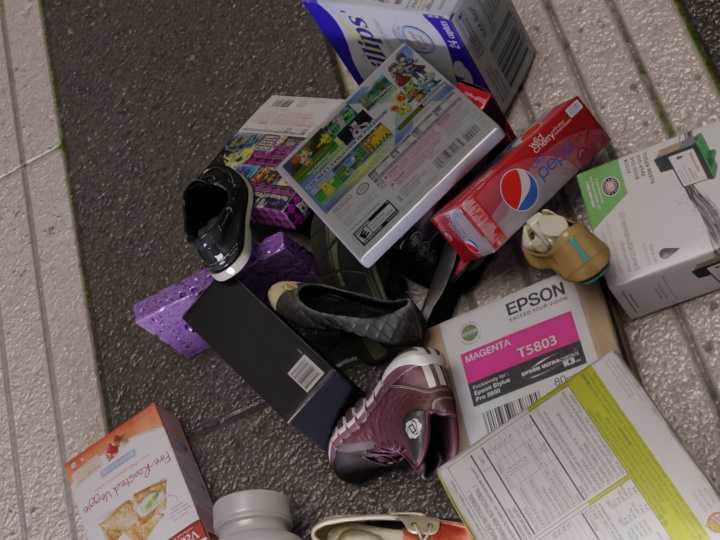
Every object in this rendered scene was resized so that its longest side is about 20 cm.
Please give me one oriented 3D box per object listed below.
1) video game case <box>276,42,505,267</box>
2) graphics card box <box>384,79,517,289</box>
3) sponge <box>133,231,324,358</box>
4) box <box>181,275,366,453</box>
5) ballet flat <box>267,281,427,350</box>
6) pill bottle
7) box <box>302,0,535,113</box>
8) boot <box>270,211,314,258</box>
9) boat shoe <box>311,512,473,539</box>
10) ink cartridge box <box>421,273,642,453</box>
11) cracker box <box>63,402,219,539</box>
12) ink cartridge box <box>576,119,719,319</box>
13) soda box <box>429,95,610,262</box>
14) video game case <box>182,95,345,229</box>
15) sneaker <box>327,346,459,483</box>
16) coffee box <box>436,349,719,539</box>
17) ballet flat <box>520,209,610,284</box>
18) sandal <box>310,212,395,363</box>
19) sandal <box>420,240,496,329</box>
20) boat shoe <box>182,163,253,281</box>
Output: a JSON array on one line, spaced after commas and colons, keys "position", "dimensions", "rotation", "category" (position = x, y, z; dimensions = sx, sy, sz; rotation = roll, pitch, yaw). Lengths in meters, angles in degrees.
[{"position": [0.028, -0.125, 1.546], "dimensions": [0.200, 0.022, 0.182], "rotation": [-44, 51, 3], "category": "video game case"}, {"position": [0.095, -0.089, 1.581], "dimensions": [0.051, 0.125, 0.200], "rotation": [26, 78, 30], "category": "graphics card box"}, {"position": [-0.144, 0.030, 1.656], "dimensions": [0.200, 0.112, 0.030], "rotation": [-25, 55, 15], "category": "sponge"}, {"position": [-0.081, 0.104, 1.565], "dimensions": [0.079, 0.141, 0.200], "rotation": [-49, 53, 0], "category": "box"}, {"position": [-0.014, 0.035, 1.529], "dimensions": [0.200, 0.057, 0.066], "rotation": [12, 37, 33], "category": "ballet flat"}, {"position": [-0.102, 0.330, 1.476], "dimensions": [0.111, 0.111, 0.200], "rotation": [-19, 58, 18], "category": "pill bottle"}, {"position": [0.068, -0.279, 1.653], "dimensions": [0.200, 0.184, 0.105], "rotation": [14, 67, 33], "category": "box"}, {"position": [-0.008, -0.105, 1.680], "dimensions": [0.165, 0.066, 0.200], "rotation": [34, 86, 29], "category": "boot"}, {"position": [0.048, 0.275, 1.457], "dimensions": [0.200, 0.063, 0.071], "rotation": [-1, 63, 26], "category": "boat shoe"}, {"position": [0.174, 0.106, 1.469], "dimensions": [0.200, 0.075, 0.165], "rotation": [-24, 57, 16], "category": "ink cartridge box"}, {"position": [-0.238, 0.266, 1.616], "dimensions": [0.134, 0.058, 0.200], "rotation": [-35, 55, 9], "category": "cracker box"}, {"position": [0.337, -0.059, 1.461], "dimensions": [0.200, 0.084, 0.146], "rotation": [-22, 57, 17], "category": "ink cartridge box"}, {"position": [0.169, -0.096, 1.529], "dimensions": [0.200, 0.063, 0.070], "rotation": [-42, 9, -24], "category": "soda box"}, {"position": [-0.090, -0.131, 1.699], "dimensions": [0.200, 0.036, 0.181], "rotation": [10, 54, 48], "category": "video game case"}, {"position": [0.036, 0.178, 1.457], "dimensions": [0.200, 0.076, 0.116], "rotation": [-60, 39, 37], "category": "sneaker"}, {"position": [0.221, 0.231, 1.299], "dimensions": [0.198, 0.200, 0.200], "rotation": [-35, 55, 5], "category": "coffee box"}, {"position": [0.197, -0.034, 1.458], "dimensions": [0.069, 0.063, 0.200], "rotation": [-41, 12, -4], "category": "ballet flat"}, {"position": [-0.001, 0.001, 1.594], "dimensions": [0.080, 0.057, 0.201], "rotation": [-6, 100, 34], "category": "sandal"}, {"position": [0.116, -0.008, 1.566], "dimensions": [0.045, 0.075, 0.200], "rotation": [17, 81, 28], "category": "sandal"}, {"position": [-0.166, -0.070, 1.604], "dimensions": [0.074, 0.066, 0.199], "rotation": [-31, 34, 19], "category": "boat shoe"}]
